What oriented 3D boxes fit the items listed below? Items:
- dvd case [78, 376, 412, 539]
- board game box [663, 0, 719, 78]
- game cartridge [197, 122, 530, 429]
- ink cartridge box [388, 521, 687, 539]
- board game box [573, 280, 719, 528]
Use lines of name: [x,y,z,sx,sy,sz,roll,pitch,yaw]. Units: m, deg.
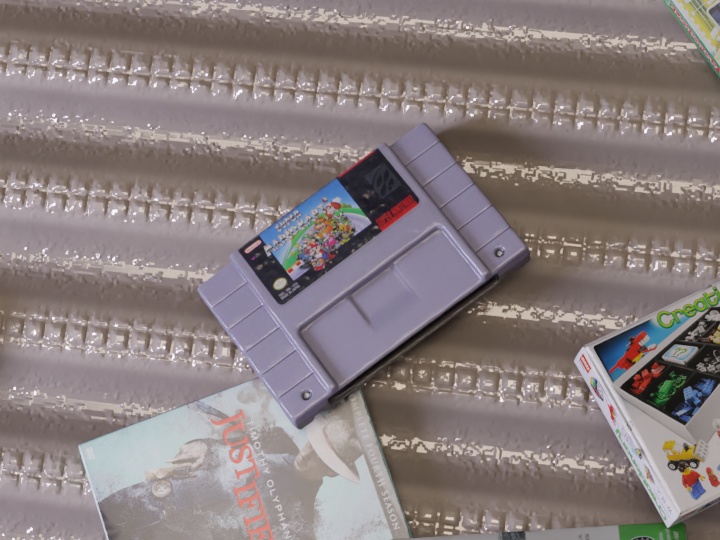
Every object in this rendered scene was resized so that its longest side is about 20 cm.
dvd case: [-0.079,0.152,1.378,0.199,0.022,0.147,-19,75,1]
board game box: [0.308,-0.228,1.410,0.199,0.029,0.135,-34,76,-1]
game cartridge: [0.000,0.000,1.384,0.200,0.038,0.130,-36,71,-5]
ink cartridge box: [0.111,0.231,1.263,0.199,0.147,0.084,-4,112,7]
board game box: [0.256,0.068,1.319,0.199,0.035,0.127,-24,73,-15]
